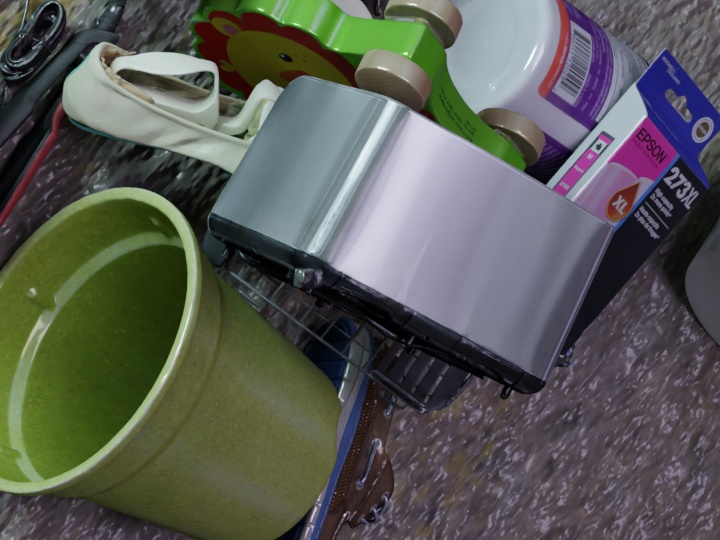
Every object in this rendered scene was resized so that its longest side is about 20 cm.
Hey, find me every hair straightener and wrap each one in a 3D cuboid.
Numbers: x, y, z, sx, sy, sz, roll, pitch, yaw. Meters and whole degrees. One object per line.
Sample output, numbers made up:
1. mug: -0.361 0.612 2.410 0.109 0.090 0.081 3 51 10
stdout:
1. hair straightener: -0.207 -0.120 1.678 0.077 0.041 0.200 44 66 -25

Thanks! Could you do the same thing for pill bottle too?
1. pill bottle: 0.141 -0.117 1.859 0.200 0.111 0.112 30 72 -44

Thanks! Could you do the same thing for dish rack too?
1. dish rack: 0.000 0.000 1.738 0.200 0.055 0.154 37 34 -1

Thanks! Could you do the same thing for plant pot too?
1. plant pot: -0.115 0.078 1.662 0.184 0.200 0.201 34 71 -40

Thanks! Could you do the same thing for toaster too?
1. toaster: 0.029 -0.019 1.570 0.180 0.200 0.119 27 88 -23

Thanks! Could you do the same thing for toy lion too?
1. toy lion: -0.006 -0.114 1.697 0.200 0.191 0.069 50 58 -45

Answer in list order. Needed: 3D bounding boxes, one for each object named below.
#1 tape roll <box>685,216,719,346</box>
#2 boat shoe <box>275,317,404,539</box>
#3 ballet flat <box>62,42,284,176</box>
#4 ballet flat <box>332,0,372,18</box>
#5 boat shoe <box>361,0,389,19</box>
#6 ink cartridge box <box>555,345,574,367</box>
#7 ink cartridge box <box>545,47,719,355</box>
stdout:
1. tape roll: 0.354 -0.002 1.955 0.203 0.202 0.139 45 66 -24
2. boat shoe: -0.014 0.136 1.783 0.072 0.072 0.201 27 75 -32
3. ballet flat: -0.085 -0.094 1.672 0.199 0.069 0.070 16 80 -14
4. ballet flat: -0.045 -0.189 1.746 0.200 0.067 0.067 47 69 -8
5. boat shoe: 0.017 -0.189 1.818 0.066 0.072 0.202 13 94 -4
6. ink cartridge box: 0.067 -0.010 1.852 0.199 0.050 0.110 19 79 -33
7. ink cartridge box: 0.171 -0.045 1.824 0.200 0.037 0.095 -51 133 -4
